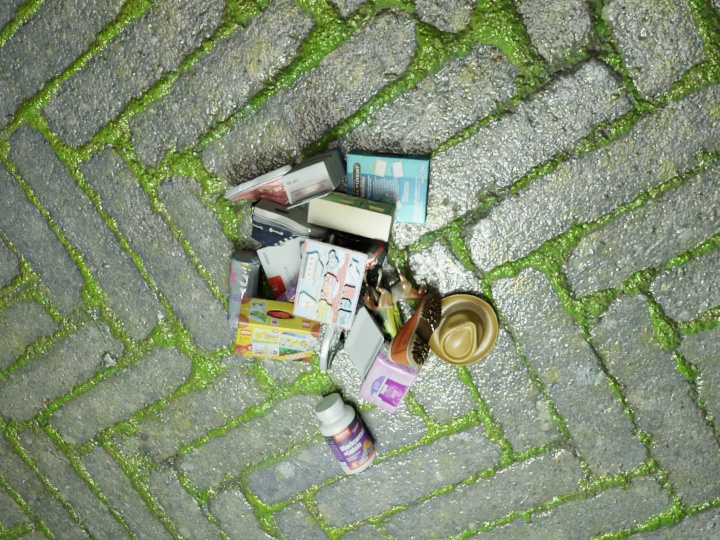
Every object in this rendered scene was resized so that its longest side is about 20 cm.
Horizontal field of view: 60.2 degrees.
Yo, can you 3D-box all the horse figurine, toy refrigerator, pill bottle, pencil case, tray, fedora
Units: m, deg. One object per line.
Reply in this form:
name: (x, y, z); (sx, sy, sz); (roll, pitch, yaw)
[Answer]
horse figurine: (0.076, 0.041, 1.518); (0.049, 0.197, 0.136); (18, 130, 52)
toy refrigerator: (-0.020, -0.135, 1.453); (0.194, 0.076, 0.072); (15, 115, 7)
pill bottle: (-0.045, 0.448, 1.720); (0.109, 0.112, 0.204); (-24, 105, 20)
pencil case: (-0.306, 0.052, 1.633); (0.090, 0.081, 0.206); (28, 120, 43)
tray: (0.012, 0.182, 1.594); (0.109, 0.022, 0.202); (55, 146, 25)
fedora: (0.252, 0.162, 1.556); (0.193, 0.082, 0.207); (4, 112, 10)

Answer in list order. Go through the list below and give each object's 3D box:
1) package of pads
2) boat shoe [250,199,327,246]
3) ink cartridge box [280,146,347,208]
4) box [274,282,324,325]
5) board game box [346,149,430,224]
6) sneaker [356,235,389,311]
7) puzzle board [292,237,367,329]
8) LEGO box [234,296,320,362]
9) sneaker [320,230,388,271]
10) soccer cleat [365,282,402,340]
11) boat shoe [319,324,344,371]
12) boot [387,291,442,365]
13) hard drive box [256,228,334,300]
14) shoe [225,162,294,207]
package of pads: (0.077, 0.276, 1.613); (0.118, 0.077, 0.203); (25, 136, 3)
boat shoe: (-0.176, -0.096, 1.499); (0.195, 0.075, 0.095); (21, 121, 10)
ink cartridge box: (-0.107, -0.215, 1.423); (0.113, 0.201, 0.070); (-17, 108, 18)
box: (-0.167, 0.117, 1.597); (0.134, 0.040, 0.199); (24, 135, -30)
board game box: (0.065, -0.199, 1.475); (0.193, 0.047, 0.156); (6, 113, 10)
sneaker: (0.000, 0.000, 1.534); (0.075, 0.087, 0.205); (21, 94, -40)
puzzle board: (-0.073, 0.036, 1.439); (0.146, 0.018, 0.205); (13, 117, -1)
LEGO box: (-0.207, 0.149, 1.538); (0.193, 0.079, 0.151); (8, 142, -12)
sneaker: (-0.034, -0.046, 1.440); (0.194, 0.072, 0.099); (-7, 137, 24)
soccer cleat: (0.080, 0.119, 1.590); (0.084, 0.064, 0.202); (-43, 114, -17)
boat shoe: (-0.067, 0.181, 1.644); (0.055, 0.069, 0.206); (15, 112, 5)
boot: (0.131, 0.140, 1.526); (0.075, 0.203, 0.106); (44, 146, -26)
hard drive box: (-0.141, -0.019, 1.576); (0.194, 0.077, 0.160); (-16, 107, 18)
shoe: (-0.236, -0.188, 1.533); (0.195, 0.072, 0.093); (-19, 104, 15)
